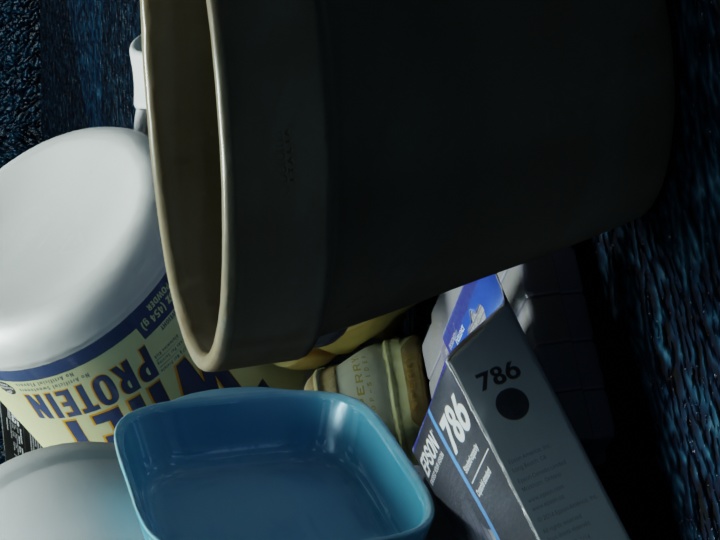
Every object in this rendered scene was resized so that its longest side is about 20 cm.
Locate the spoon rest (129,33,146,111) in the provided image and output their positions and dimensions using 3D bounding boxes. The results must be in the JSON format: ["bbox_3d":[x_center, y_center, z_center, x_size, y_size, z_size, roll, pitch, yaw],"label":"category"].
[{"bbox_3d":[-0.028,-0.091,1.144,0.061,0.199,0.100,-23,-70,-58],"label":"spoon rest"}]

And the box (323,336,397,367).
[{"bbox_3d":[-0.018,0.080,1.457,0.200,0.051,0.159,-120,28,-66],"label":"box"}]

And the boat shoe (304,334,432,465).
[{"bbox_3d":[0.006,0.084,1.263,0.201,0.063,0.074,87,174,-76],"label":"boat shoe"}]

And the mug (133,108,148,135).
[{"bbox_3d":[-0.050,-0.104,1.317,0.154,0.148,0.187,-96,15,-48],"label":"mug"}]

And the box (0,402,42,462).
[{"bbox_3d":[-0.125,0.118,1.452,0.163,0.086,0.200,38,161,8],"label":"box"}]

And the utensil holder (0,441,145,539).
[{"bbox_3d":[-0.103,0.186,1.095,0.200,0.169,0.171,-146,51,-65],"label":"utensil holder"}]

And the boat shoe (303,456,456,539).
[{"bbox_3d":[0.000,0.148,1.194,0.202,0.086,0.075,72,-143,-59],"label":"boat shoe"}]

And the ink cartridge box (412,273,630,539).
[{"bbox_3d":[0.066,0.097,0.953,0.100,0.039,0.201,104,144,-63],"label":"ink cartridge box"}]

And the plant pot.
[{"bbox_3d":[0.016,-0.070,0.898,0.200,0.172,0.201,174,90,-80],"label":"plant pot"}]

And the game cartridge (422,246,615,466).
[{"bbox_3d":[0.066,0.047,1.068,0.200,0.038,0.130,109,157,-65],"label":"game cartridge"}]

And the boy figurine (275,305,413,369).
[{"bbox_3d":[0.000,0.000,1.203,0.065,0.124,0.200,49,-177,4],"label":"boy figurine"}]

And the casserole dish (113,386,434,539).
[{"bbox_3d":[-0.039,0.099,1.038,0.200,0.120,0.039,-129,35,-70],"label":"casserole dish"}]

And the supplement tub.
[{"bbox_3d":[-0.110,0.040,1.251,0.200,0.144,0.145,54,-169,-40],"label":"supplement tub"}]
